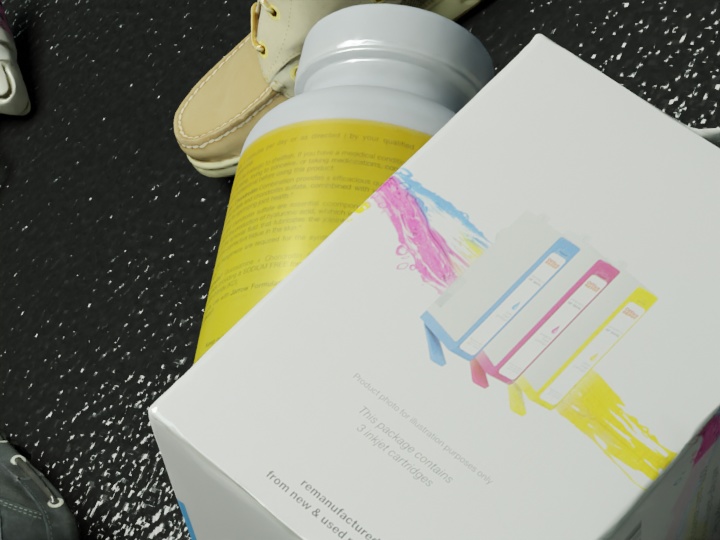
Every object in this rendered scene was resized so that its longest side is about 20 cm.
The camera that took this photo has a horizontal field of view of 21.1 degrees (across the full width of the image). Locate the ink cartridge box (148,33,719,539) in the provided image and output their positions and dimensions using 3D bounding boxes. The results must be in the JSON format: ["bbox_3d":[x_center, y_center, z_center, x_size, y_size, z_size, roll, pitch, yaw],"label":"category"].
[{"bbox_3d":[0.056,0.039,0.596,0.125,0.129,0.200,36,67,23],"label":"ink cartridge box"}]

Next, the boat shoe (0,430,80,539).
[{"bbox_3d":[-0.178,0.104,0.898,0.200,0.057,0.069,-149,59,-65],"label":"boat shoe"}]

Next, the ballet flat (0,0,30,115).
[{"bbox_3d":[-0.229,-0.079,1.084,0.071,0.069,0.200,12,75,29],"label":"ballet flat"}]

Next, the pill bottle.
[{"bbox_3d":[0.000,0.000,0.752,0.112,0.112,0.200,-14,54,39],"label":"pill bottle"}]

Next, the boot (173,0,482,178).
[{"bbox_3d":[-0.043,-0.139,0.860,0.200,0.155,0.073,-35,43,22],"label":"boot"}]
